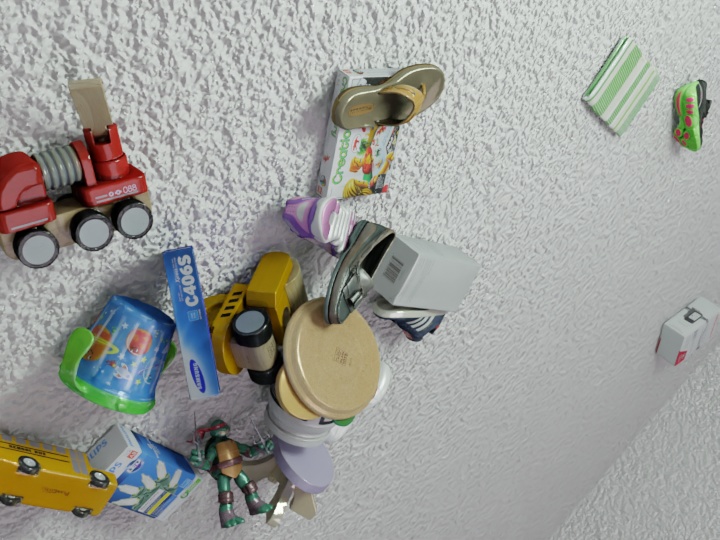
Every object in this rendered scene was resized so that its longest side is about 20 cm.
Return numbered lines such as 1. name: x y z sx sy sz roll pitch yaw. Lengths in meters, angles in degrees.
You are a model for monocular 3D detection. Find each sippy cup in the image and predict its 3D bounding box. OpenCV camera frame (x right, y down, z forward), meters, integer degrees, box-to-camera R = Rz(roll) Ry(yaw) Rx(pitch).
1. sippy cup: -0.325 0.110 1.035 0.139 0.178 0.131 27 90 -13

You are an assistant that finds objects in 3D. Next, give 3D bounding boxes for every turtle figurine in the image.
1. turtle figurine: -0.222 0.328 1.286 0.149 0.201 0.101 -14 173 -28

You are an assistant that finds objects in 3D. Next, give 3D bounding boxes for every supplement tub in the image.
1. supplement tub: -0.081 0.192 1.314 0.140 0.140 0.201 2 119 -44

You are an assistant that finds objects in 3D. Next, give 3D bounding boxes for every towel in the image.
1. towel: 0.538 -0.375 1.534 0.200 0.023 0.153 18 108 -50

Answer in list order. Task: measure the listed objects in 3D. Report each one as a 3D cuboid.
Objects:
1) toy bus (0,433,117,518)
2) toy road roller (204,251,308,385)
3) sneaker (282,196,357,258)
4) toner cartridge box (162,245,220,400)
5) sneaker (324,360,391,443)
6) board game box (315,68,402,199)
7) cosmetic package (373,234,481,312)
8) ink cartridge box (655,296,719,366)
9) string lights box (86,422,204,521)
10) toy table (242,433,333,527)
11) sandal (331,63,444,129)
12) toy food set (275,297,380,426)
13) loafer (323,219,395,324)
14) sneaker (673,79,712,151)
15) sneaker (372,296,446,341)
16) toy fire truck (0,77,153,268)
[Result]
1. toy bus: -0.453 0.291 1.064 0.200 0.078 0.065 28 99 -40
2. toy road roller: -0.178 0.069 1.164 0.123 0.145 0.201 80 23 -44
3. sneaker: -0.064 -0.072 1.173 0.200 0.088 0.081 40 61 -72
4. toner cartridge box: -0.233 0.068 1.030 0.043 0.095 0.201 -11 95 -11
5. sneaker: -0.019 0.247 1.475 0.200 0.070 0.080 -44 121 -16
6. board game box: 0.005 -0.209 1.154 0.126 0.035 0.201 -12 128 -36
7. cosmetic package: 0.125 0.008 1.408 0.199 0.081 0.113 10 114 -48
8. ink cartridge box: 1.078 0.198 2.456 0.199 0.083 0.146 -29 137 -24
9. string lights box: -0.361 0.335 1.229 0.103 0.059 0.200 -45 141 -3
10. toy table: -0.135 0.377 1.387 0.117 0.183 0.200 -53 -177 11
11. sandal: 0.050 -0.245 1.095 0.199 0.054 0.081 -23 133 -29
12. toy food set: -0.044 0.141 1.175 0.197 0.201 0.049 16 154 -38
13. loafer: 0.000 0.000 1.173 0.072 0.063 0.201 75 30 -50
14. sneaker: 0.779 -0.355 1.734 0.084 0.077 0.200 -36 141 -9
15. sneaker: 0.093 0.099 1.454 0.199 0.075 0.085 3 114 -45
16. toy fire truck: -0.336 -0.120 0.851 0.175 0.128 0.201 -21 122 -30
